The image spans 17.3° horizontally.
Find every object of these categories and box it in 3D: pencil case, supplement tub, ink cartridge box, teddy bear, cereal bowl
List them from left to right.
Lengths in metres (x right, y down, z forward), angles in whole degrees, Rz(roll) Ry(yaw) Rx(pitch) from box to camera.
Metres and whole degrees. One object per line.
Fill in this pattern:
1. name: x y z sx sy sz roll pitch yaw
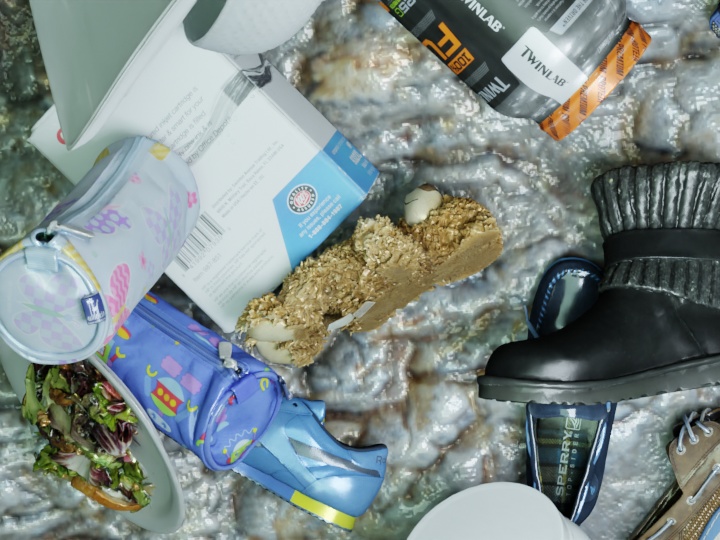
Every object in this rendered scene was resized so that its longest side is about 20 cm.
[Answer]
1. pencil case: -0.173 -0.016 1.551 0.083 0.200 0.091 -7 111 20
2. pencil case: -0.144 0.057 1.670 0.200 0.078 0.087 34 133 28
3. ink cartridge box: -0.109 -0.082 1.669 0.200 0.084 0.145 44 107 -5
4. cereal bowl: -0.048 -0.234 1.556 0.083 0.200 0.201 14 106 -19
5. teddy bear: 0.000 0.000 1.650 0.200 0.145 0.067 -34 68 11
6. supplement tub: 0.092 -0.188 1.597 0.200 0.123 0.123 42 105 -3
7. supplement tub: 0.118 0.257 1.657 0.144 0.145 0.200 -20 130 12

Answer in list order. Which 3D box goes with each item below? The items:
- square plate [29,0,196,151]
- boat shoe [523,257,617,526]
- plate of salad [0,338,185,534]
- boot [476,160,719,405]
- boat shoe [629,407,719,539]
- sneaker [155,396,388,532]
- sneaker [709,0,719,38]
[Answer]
1. square plate: -0.152 -0.207 1.586 0.028 0.200 0.198 20 123 -33
2. boat shoe: 0.156 0.094 1.685 0.084 0.069 0.201 -2 103 8
3. plate of salad: -0.201 0.114 1.688 0.048 0.200 0.200 -39 98 -26
4. boot: 0.170 0.009 1.620 0.210 0.079 0.159 -7 88 -20
5. boat shoe: 0.252 0.136 1.681 0.072 0.072 0.201 25 106 2
6. sneaker: -0.074 0.113 1.729 0.199 0.066 0.079 27 92 1
7. sneaker: 0.239 -0.242 1.592 0.078 0.075 0.201 -21 98 15
